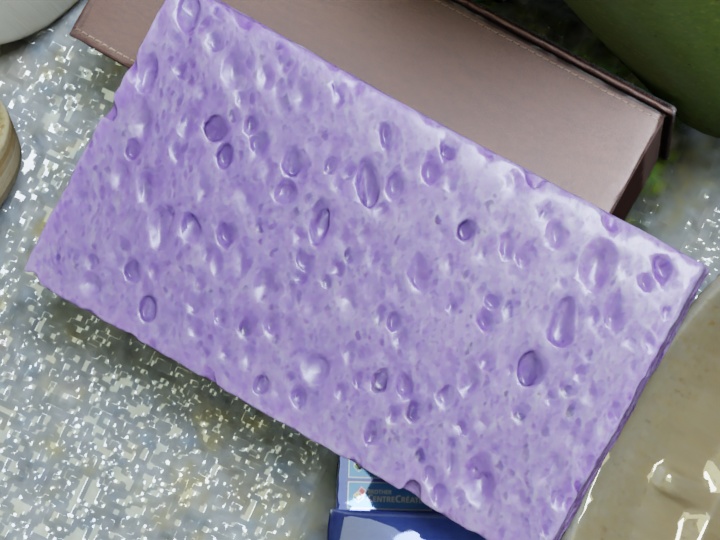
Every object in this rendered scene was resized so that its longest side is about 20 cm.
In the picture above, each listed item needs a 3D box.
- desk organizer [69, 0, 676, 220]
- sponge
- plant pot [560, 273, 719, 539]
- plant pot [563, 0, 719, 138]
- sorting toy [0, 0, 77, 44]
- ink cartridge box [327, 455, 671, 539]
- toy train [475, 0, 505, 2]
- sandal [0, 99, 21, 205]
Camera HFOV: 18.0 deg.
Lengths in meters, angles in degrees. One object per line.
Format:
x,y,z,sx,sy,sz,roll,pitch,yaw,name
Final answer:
0.005,-0.063,0.796,0.199,0.072,0.077,29,85,9,desk organizer
0.000,0.000,0.743,0.199,0.030,0.112,29,97,10,sponge
0.185,0.107,0.689,0.183,0.200,0.202,27,78,-19,plant pot
0.115,-0.142,0.724,0.199,0.190,0.201,-15,54,21,plant pot
-0.211,-0.127,0.796,0.199,0.107,0.181,34,78,9,sorting toy
0.045,0.151,0.763,0.118,0.042,0.202,2,75,1,ink cartridge box
-0.030,-0.153,0.826,0.199,0.056,0.042,29,79,7,toy train
-0.189,0.003,0.754,0.077,0.070,0.212,17,58,22,sandal
